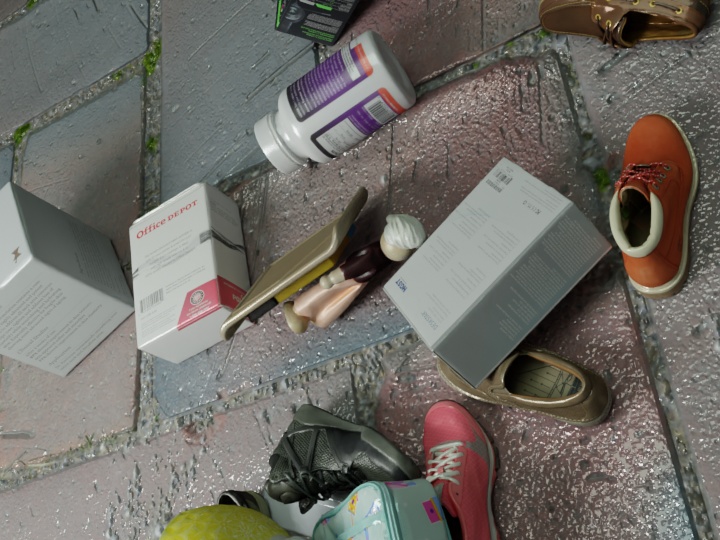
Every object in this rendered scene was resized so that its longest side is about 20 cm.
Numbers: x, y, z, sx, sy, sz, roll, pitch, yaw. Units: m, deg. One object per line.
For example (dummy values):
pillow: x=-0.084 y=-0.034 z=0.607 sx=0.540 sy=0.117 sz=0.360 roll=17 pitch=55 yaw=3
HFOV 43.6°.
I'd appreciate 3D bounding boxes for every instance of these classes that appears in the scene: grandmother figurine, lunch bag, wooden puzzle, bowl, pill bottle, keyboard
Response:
grandmother figurine: x=0.000 y=0.000 z=1.054 sx=0.200 sy=0.121 sz=0.061 roll=-37 pitch=94 yaw=32
lunch bag: x=0.016 y=0.291 z=0.865 sx=0.200 sy=0.076 sz=0.162 roll=-50 pitch=49 yaw=51
wooden puzzle: x=-0.072 y=-0.006 z=1.081 sx=0.200 sy=0.037 sz=0.185 roll=-39 pitch=9 yaw=22
bowl: x=-0.095 y=0.309 z=0.858 sx=0.107 sy=0.200 sz=0.202 roll=-24 pitch=57 yaw=18
pill bottle: x=-0.037 y=-0.212 z=1.176 sx=0.199 sy=0.111 sz=0.112 roll=-31 pitch=54 yaw=18
keyboard: x=-0.034 y=0.274 z=1.008 sx=0.199 sy=0.011 sz=0.057 roll=4 pitch=76 yaw=36

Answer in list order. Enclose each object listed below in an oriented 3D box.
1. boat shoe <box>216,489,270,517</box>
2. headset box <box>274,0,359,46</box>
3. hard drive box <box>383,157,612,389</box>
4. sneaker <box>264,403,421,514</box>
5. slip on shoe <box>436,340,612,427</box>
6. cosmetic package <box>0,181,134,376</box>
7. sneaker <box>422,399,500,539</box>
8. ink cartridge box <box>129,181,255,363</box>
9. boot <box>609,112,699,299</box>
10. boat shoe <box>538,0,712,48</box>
boat shoe: x=-0.125 y=0.340 z=0.998 sx=0.073 sy=0.065 sz=0.201 roll=-32 pitch=58 yaw=16
headset box: x=-0.047 y=-0.441 z=1.254 sx=0.200 sy=0.092 sz=0.176 roll=135 pitch=141 yaw=-59
hard drive box: x=0.136 y=-0.002 z=0.946 sx=0.200 sy=0.077 sz=0.156 roll=-46 pitch=29 yaw=5
sneaker: x=-0.026 y=0.217 z=0.961 sx=0.198 sy=0.076 sz=0.115 roll=10 pitch=55 yaw=45
slip on shoe: x=0.157 y=0.106 z=0.923 sx=0.199 sy=0.060 sz=0.077 roll=19 pitch=80 yaw=40
cosmetic package: x=-0.466 y=0.017 z=1.300 sx=0.167 sy=0.200 sz=0.167 roll=-40 pitch=52 yaw=10
sneaker: x=0.095 y=0.217 z=0.896 sx=0.073 sy=0.087 sz=0.202 roll=-22 pitch=57 yaw=23
ink cartridge box: x=-0.232 y=0.003 z=1.223 sx=0.145 sy=0.085 sz=0.201 roll=-27 pitch=57 yaw=21
boot: x=0.289 y=-0.085 z=0.898 sx=0.074 sy=0.107 sz=0.202 roll=-9 pitch=62 yaw=32
boat shoe: x=0.291 y=-0.289 z=1.015 sx=0.199 sy=0.072 sz=0.068 roll=5 pitch=69 yaw=33
